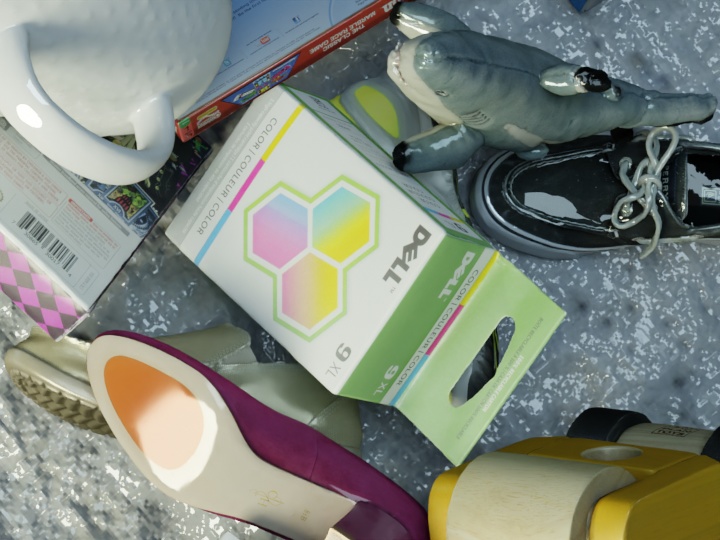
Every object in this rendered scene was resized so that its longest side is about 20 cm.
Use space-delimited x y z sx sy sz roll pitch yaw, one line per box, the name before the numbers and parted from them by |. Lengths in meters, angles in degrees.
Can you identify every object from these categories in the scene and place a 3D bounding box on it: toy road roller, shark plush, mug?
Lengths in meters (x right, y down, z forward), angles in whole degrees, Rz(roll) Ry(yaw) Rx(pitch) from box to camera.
toy road roller | 0.137 0.158 1.403 0.199 0.122 0.147 -12 102 -49
shark plush | 0.099 -0.085 1.418 0.199 0.083 0.091 19 70 -24
mug | -0.148 -0.124 1.323 0.147 0.175 0.201 -38 47 24

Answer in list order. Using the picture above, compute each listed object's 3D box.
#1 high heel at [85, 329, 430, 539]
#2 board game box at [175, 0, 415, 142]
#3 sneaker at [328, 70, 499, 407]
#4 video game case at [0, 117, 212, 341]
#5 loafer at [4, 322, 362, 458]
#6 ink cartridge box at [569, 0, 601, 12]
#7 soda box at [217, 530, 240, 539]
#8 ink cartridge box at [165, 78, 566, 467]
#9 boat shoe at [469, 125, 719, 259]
high heel | -0.052 0.094 1.401 0.200 0.096 0.067 43 112 4
board game box | -0.038 -0.155 1.452 0.199 0.019 0.103 -32 57 -12
sneaker | 0.027 -0.010 1.479 0.076 0.075 0.201 -15 73 1
video game case | -0.186 -0.082 1.404 0.200 0.036 0.181 43 34 -8
loafer | -0.091 0.060 1.444 0.199 0.076 0.069 16 75 -14
ink cartridge box | 0.130 -0.273 1.532 0.146 0.086 0.200 -35 87 -13
soda box | -0.011 0.219 1.377 0.200 0.068 0.064 38 76 1
ink cartridge box | 0.000 0.000 1.411 0.200 0.059 0.104 43 105 30
boat shoe | 0.162 -0.043 1.498 0.198 0.068 0.074 7 78 -7
